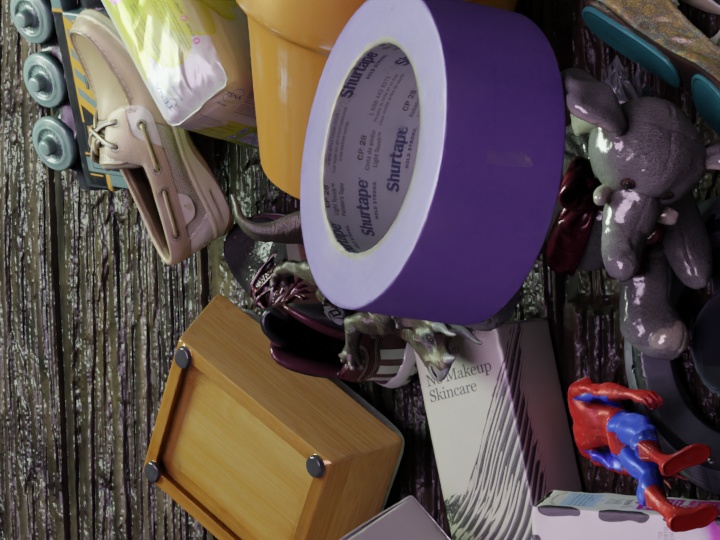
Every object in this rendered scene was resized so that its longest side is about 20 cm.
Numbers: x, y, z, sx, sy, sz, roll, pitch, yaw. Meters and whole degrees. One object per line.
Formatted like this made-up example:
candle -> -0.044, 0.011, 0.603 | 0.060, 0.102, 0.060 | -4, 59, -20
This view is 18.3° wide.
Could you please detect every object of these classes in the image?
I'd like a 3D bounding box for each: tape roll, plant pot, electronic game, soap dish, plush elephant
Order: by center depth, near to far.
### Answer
tape roll -> 0.041, -0.070, 1.389 | 0.200, 0.084, 0.202 | -28, 58, 58
plush elephant -> 0.163, -0.046, 1.398 | 0.163, 0.155, 0.202 | 16, 84, -8
electronic game -> 0.252, 0.048, 1.457 | 0.199, 0.041, 0.202 | -3, 85, 45
plant pot -> 0.002, -0.149, 1.566 | 0.200, 0.199, 0.185 | 30, 124, 33
soap dish -> -0.071, 0.138, 1.670 | 0.200, 0.081, 0.158 | 37, 124, 29

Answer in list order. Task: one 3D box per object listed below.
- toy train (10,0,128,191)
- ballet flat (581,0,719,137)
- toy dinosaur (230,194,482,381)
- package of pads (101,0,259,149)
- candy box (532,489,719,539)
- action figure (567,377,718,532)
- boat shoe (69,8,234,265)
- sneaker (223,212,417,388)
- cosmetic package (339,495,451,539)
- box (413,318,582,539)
toy train -> -0.205, -0.155, 1.760 | 0.113, 0.085, 0.202 | 10, 117, 38
ballet flat -> 0.231, -0.135, 1.462 | 0.200, 0.070, 0.071 | 44, 116, 26
toy dinosaur -> 0.000, 0.000, 1.554 | 0.200, 0.077, 0.102 | 47, 127, 9
package of pads -> -0.124, -0.191, 1.667 | 0.068, 0.154, 0.201 | -36, 70, 21
candy box -> 0.211, 0.218, 1.441 | 0.198, 0.061, 0.138 | 3, 96, 17
action figure -> 0.178, 0.111, 1.462 | 0.200, 0.051, 0.066 | -143, 36, -68
boat shoe -> -0.169, -0.099, 1.679 | 0.072, 0.065, 0.201 | 8, 129, 62
sneaker -> -0.052, 0.018, 1.645 | 0.199, 0.115, 0.076 | 34, 111, 32
cosmetic package -> 0.015, 0.255, 1.570 | 0.105, 0.071, 0.200 | 50, 147, 16
box -> 0.103, 0.140, 1.559 | 0.082, 0.068, 0.202 | -19, 81, 38
